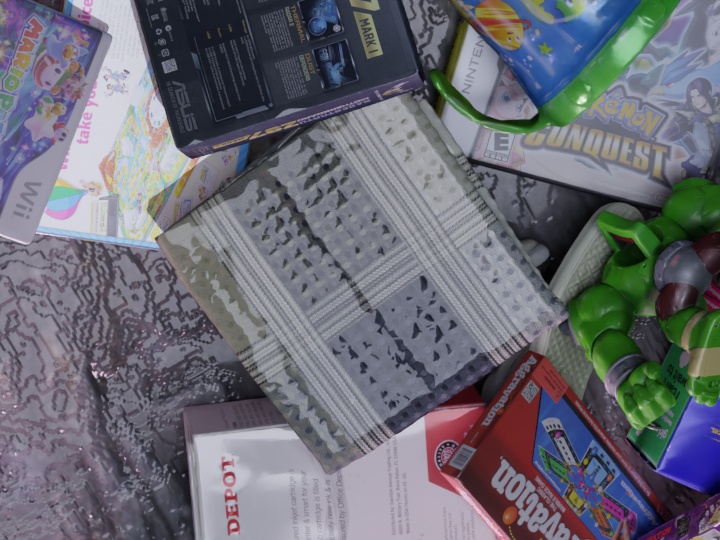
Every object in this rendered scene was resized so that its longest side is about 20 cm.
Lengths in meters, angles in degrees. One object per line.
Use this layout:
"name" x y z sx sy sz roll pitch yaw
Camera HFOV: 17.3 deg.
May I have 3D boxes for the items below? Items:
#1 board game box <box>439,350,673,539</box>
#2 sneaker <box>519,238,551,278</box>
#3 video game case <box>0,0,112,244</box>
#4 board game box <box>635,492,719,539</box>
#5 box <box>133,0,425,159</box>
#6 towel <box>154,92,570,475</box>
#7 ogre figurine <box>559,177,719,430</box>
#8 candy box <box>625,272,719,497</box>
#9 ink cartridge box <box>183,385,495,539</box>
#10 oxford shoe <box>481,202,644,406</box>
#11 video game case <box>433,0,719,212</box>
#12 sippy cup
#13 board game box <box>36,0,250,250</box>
"board game box" 0.136 0.152 1.596 0.103 0.019 0.200 -52 130 -14
"sneaker" 0.033 0.015 1.577 0.200 0.075 0.081 -22 62 -17
"video game case" -0.259 -0.111 1.431 0.200 0.018 0.143 21 92 -37
"board game box" 0.298 0.210 1.631 0.200 0.032 0.120 26 135 -26
"box" -0.062 -0.186 1.460 0.158 0.051 0.200 -18 85 6
"towel" 0.000 0.000 1.503 0.193 0.035 0.200 -35 96 6
"ogre figurine" 0.212 0.005 1.533 0.098 0.120 0.200 27 92 -41
"candy box" 0.304 0.069 1.627 0.169 0.077 0.200 23 98 -14
"ink cartridge box" -0.015 0.157 1.596 0.200 0.083 0.147 -5 104 -8
"oxford shoe" 0.132 0.043 1.604 0.075 0.058 0.200 18 99 -38
"video game case" 0.161 -0.142 1.580 0.200 0.026 0.181 14 101 -11
"sippy cup" 0.120 -0.181 1.491 0.130 0.140 0.178 39 70 -5
"board game box" -0.135 -0.115 1.538 0.134 0.034 0.200 9 102 -11
